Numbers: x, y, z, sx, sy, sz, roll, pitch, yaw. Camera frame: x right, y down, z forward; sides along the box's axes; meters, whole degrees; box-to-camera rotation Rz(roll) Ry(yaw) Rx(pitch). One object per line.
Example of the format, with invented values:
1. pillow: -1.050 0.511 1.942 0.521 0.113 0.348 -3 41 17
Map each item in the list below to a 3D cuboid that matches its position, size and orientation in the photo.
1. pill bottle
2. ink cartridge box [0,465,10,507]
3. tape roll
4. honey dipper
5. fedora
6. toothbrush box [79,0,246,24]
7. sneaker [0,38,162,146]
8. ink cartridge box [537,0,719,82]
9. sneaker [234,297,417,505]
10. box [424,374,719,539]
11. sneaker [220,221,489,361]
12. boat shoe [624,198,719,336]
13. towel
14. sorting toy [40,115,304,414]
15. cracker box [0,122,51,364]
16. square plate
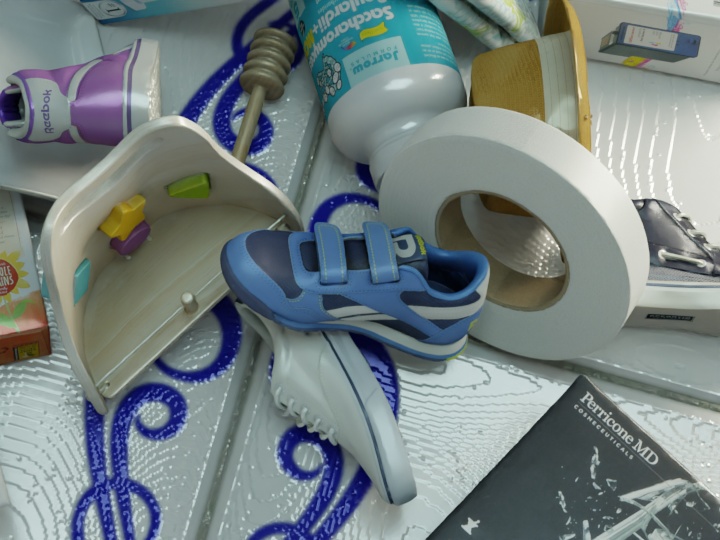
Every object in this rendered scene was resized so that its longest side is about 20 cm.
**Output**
1. pill bottle: 0.016 -0.160 1.203 0.110 0.111 0.202 -13 67 -13
2. ink cartridge box: -0.344 0.106 1.010 0.198 0.084 0.148 -16 106 -15
3. tape roll: 0.105 -0.023 1.101 0.202 0.204 0.037 33 54 9
4. honey dipper: -0.090 -0.095 1.201 0.038 0.038 0.202 14 66 0
5. fedora: 0.122 -0.105 1.155 0.081 0.201 0.203 -2 65 0
6. toothbrush box: -0.145 -0.271 1.170 0.198 0.146 0.086 -3 61 28
7. sneaker: -0.200 -0.129 1.126 0.113 0.201 0.074 -2 98 -3
8. ink cartridge box: 0.251 -0.247 1.289 0.197 0.088 0.147 10 64 -5
9. sneaker: -0.026 0.087 1.112 0.070 0.073 0.201 -26 62 -8
10. box: 0.146 0.219 1.038 0.200 0.124 0.196 42 65 12
11. sneaker: 0.000 0.000 1.081 0.198 0.083 0.075 12 45 -24
12. boat shoe: 0.255 -0.005 1.181 0.197 0.075 0.094 5 70 -5
13. towel: 0.067 -0.271 1.233 0.048 0.199 0.173 -25 65 25
14. sorting toy: -0.151 -0.027 1.065 0.200 0.180 0.107 -43 70 -12
15. cracker box: -0.307 -0.026 1.127 0.132 0.058 0.202 -11 67 -14
16. square plate: -0.257 -0.133 1.143 0.199 0.028 0.200 14 53 -50
